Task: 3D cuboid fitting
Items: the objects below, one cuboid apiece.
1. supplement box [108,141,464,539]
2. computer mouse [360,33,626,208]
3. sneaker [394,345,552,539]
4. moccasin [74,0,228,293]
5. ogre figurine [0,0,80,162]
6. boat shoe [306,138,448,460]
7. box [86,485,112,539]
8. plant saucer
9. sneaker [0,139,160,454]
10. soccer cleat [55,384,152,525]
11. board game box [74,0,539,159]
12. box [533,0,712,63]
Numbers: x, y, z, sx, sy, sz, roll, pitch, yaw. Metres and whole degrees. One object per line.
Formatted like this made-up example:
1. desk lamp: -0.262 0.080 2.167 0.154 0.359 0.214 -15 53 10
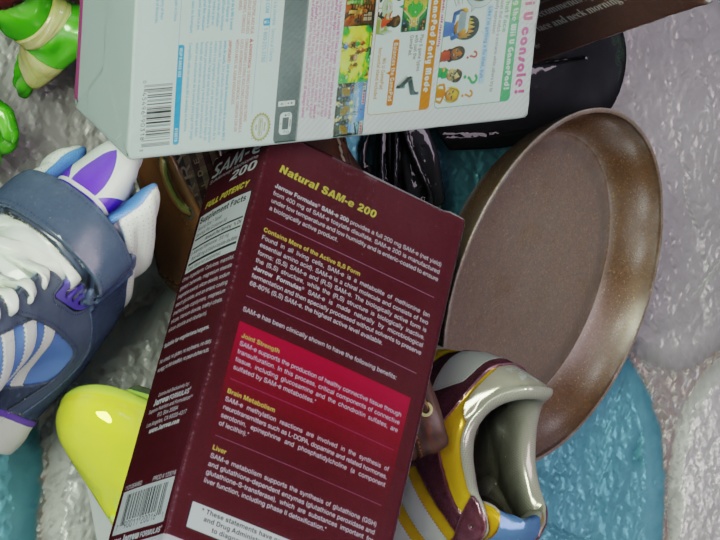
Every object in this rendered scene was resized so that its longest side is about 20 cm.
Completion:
1. supplement box: -0.031 0.052 1.056 0.108 0.061 0.201 25 65 -25
2. computer mouse: 0.083 -0.104 1.299 0.199 0.053 0.139 -19 104 -41
3. sneaker: 0.041 0.139 1.182 0.075 0.090 0.201 4 96 -44
4. moccasin: -0.081 -0.081 1.127 0.073 0.077 0.203 -20 105 -39
5. ogre figurine: -0.151 -0.151 1.036 0.120 0.200 0.098 32 28 -29
6. boat shoe: 0.000 0.000 1.171 0.070 0.070 0.201 60 20 -71
7. box: -0.040 0.120 1.200 0.199 0.041 0.157 -19 104 -42
8. plant saucer: 0.095 0.007 1.299 0.200 0.032 0.201 -30 130 -43
9. sneaker: -0.150 -0.006 1.006 0.147 0.080 0.200 -57 164 -3
10. soccer cleat: -0.076 0.135 1.091 0.201 0.064 0.084 57 41 -29
11. board game box: -0.017 -0.135 1.035 0.199 0.064 0.148 -6 117 -28
12. box: 0.091 -0.235 1.198 0.200 0.166 0.165 40 65 -21
